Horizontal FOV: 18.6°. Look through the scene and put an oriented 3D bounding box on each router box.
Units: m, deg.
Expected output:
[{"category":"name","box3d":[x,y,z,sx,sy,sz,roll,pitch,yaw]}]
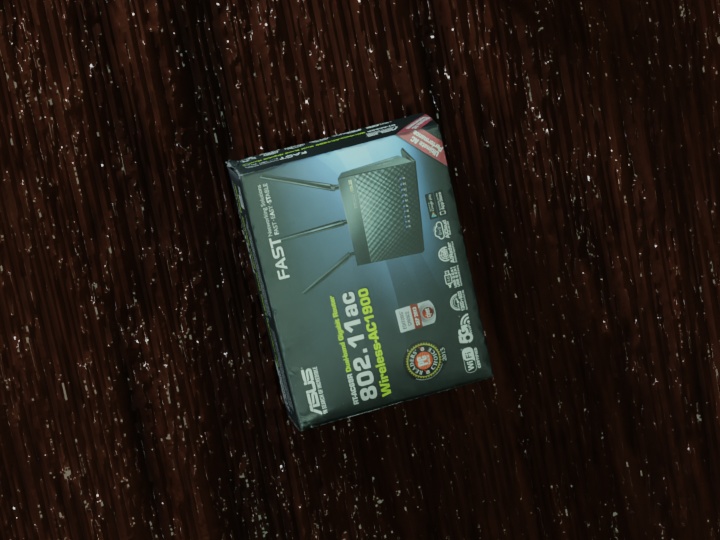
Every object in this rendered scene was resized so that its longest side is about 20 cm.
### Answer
[{"category":"router box","box3d":[0.000,0.000,1.593,0.150,0.062,0.200,-16,103,-9]}]
